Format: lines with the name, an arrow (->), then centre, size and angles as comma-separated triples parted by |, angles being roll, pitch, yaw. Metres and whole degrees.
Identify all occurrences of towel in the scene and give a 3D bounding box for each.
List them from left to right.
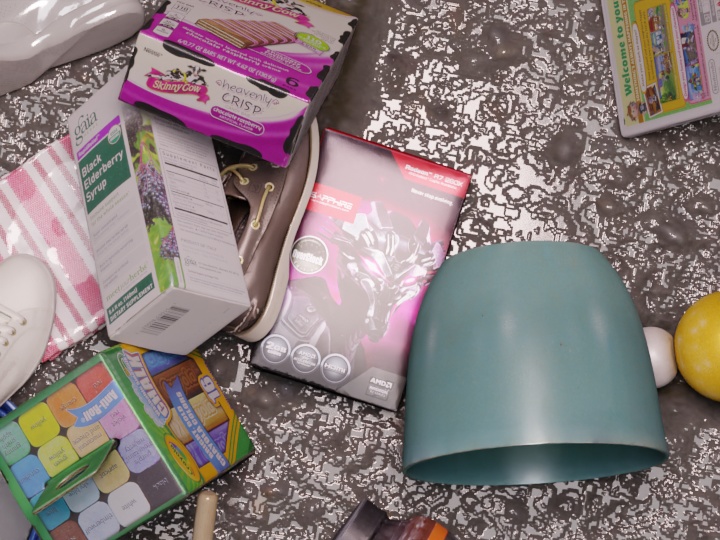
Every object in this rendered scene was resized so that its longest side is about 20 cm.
towel -> -0.209, -0.040, 1.679 | 0.200, 0.030, 0.146 | -34, 88, -4

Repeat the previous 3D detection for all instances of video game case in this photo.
video game case -> 0.256, -0.218, 1.638 | 0.022, 0.182, 0.201 | -5, 85, -38

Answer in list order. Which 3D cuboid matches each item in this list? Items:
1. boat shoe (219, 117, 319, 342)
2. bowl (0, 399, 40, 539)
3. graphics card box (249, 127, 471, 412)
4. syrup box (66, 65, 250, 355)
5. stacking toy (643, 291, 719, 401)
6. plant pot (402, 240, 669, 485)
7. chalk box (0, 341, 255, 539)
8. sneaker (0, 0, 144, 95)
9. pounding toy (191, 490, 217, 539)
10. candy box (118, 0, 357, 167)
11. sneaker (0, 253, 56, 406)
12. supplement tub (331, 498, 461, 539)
boat shoe -> -0.084, -0.048, 1.647 | 0.059, 0.072, 0.200 | 21, 75, -33
bowl -> -0.338, 0.178, 1.656 | 0.200, 0.039, 0.201 | 0, 86, -1
graphics card box -> 0.000, 0.000, 1.670 | 0.125, 0.051, 0.200 | 19, 87, 0
syrup box -> -0.153, -0.046, 1.583 | 0.079, 0.081, 0.200 | -36, 56, 33
stacking toy -> 0.296, 0.056, 1.652 | 0.200, 0.146, 0.147 | -6, 86, 17
plant pot -> 0.126, 0.069, 1.602 | 0.200, 0.201, 0.161 | -3, 75, -1
chalk box -> -0.186, 0.131, 1.568 | 0.125, 0.200, 0.124 | -32, 87, 17
sneaker -> -0.276, -0.198, 1.678 | 0.200, 0.075, 0.089 | -21, 74, -8
pounding toy -> -0.145, 0.292, 1.600 | 0.200, 0.142, 0.184 | -33, 87, -3
candy box -> -0.088, -0.162, 1.606 | 0.136, 0.200, 0.061 | 22, 116, 0
sneaker -> -0.291, 0.072, 1.606 | 0.073, 0.085, 0.200 | 26, 74, 3
supplement tub -> 0.063, 0.261, 1.624 | 0.200, 0.107, 0.107 | 35, 86, 1
